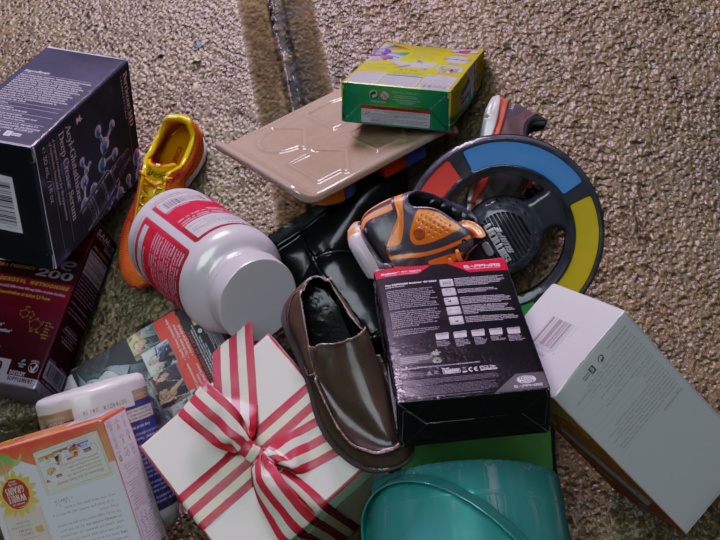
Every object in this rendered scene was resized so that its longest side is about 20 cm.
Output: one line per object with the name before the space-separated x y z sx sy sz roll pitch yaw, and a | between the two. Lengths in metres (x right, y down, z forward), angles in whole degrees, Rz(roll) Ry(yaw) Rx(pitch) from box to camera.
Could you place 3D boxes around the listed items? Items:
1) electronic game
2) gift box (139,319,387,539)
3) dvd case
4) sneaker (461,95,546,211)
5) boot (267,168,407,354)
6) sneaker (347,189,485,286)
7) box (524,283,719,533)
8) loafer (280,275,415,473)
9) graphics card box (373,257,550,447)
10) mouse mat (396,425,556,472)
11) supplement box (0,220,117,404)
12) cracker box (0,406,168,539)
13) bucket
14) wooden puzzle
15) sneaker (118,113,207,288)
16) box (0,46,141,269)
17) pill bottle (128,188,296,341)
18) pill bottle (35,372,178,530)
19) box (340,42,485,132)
electronic game | 0.140 -0.034 1.184 0.199 0.042 0.201 1 104 3
gift box | -0.077 0.172 1.147 0.184 0.187 0.200 42 85 21
dvd case | -0.220 0.133 1.280 0.199 0.022 0.146 -30 68 0
sneaker | 0.151 -0.082 1.249 0.081 0.077 0.201 13 81 1
boot | 0.000 -0.001 1.253 0.198 0.073 0.163 -34 70 -2
sneaker | 0.083 0.013 1.145 0.112 0.078 0.200 -33 100 19
box | 0.231 0.121 1.077 0.200 0.124 0.098 44 83 -22
loafer | -0.016 0.087 1.059 0.073 0.071 0.200 -23 61 -19
graphics card box | 0.082 0.064 1.025 0.125 0.051 0.200 -5 31 -3
mouse mat | 0.112 0.124 1.193 0.160 0.008 0.201 2 69 -7
supplement box | -0.353 0.038 1.309 0.108 0.061 0.201 9 65 15
cracker box | -0.253 0.241 1.107 0.133 0.058 0.201 -16 93 15
bucket | 0.096 0.257 1.078 0.206 0.207 0.136 -7 65 10
wooden puzzle | -0.025 -0.127 1.255 0.199 0.047 0.185 -25 34 -24
sneaker | -0.228 -0.079 1.327 0.073 0.077 0.201 9 75 13
box | -0.329 -0.123 1.280 0.106 0.149 0.200 11 38 15
pill bottle | -0.149 -0.004 1.222 0.112 0.112 0.200 -49 38 -7
pill bottle | -0.243 0.211 1.190 0.110 0.111 0.201 -15 90 7
box | 0.061 -0.201 1.274 0.117 0.200 0.049 8 117 15
